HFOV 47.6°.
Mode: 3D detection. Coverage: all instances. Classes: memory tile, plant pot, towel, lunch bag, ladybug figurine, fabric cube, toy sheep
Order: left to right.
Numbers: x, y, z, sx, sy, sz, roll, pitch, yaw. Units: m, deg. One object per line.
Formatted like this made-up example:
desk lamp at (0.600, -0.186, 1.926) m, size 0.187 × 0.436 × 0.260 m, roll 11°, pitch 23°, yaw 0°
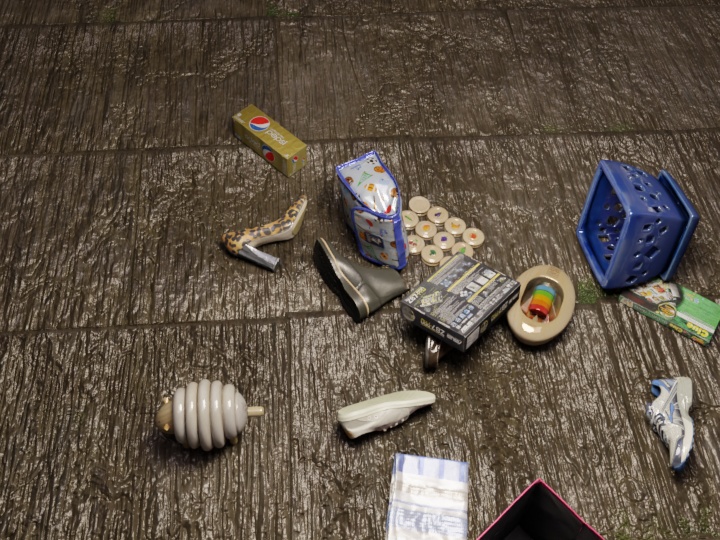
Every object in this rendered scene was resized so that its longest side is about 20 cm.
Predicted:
toy sheep at (-0.273, 0.262, 1.476) m, size 0.196 × 0.139 × 0.140 m, roll -7°, pitch 53°, yaw -8°
lunch bag at (0.034, -0.119, 1.734) m, size 0.122 × 0.171 × 0.201 m, roll -26°, pitch 52°, yaw -11°
towel at (0.119, 0.423, 1.439) m, size 0.144 × 0.024 × 0.203 m, roll 7°, pitch 53°, yaw 3°
memory tile at (0.166, -0.079, 1.819) m, size 0.198 × 0.017 × 0.153 m, roll 31°, pitch 58°, yaw 20°
fabric cube at (0.272, 0.496, 1.280) m, size 0.195 × 0.201 × 0.200 m, roll -35°, pitch 61°, yaw -26°
ladybug figurine at (0.368, 0.075, 1.676) m, size 0.134 × 0.073 × 0.201 m, roll 23°, pitch 56°, yaw 16°
plant pot at (0.588, -0.096, 1.725) m, size 0.176 × 0.203 × 0.202 m, roll 1°, pitch 39°, yaw -9°

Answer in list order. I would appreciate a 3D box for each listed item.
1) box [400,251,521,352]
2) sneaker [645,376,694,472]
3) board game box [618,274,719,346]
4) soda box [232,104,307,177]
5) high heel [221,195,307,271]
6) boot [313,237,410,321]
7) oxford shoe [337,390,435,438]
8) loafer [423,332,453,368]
box at (0.199, 0.057, 1.615) m, size 0.160 × 0.050 × 0.199 m, roll 29°, pitch 49°, yaw 29°
sneaker at (0.578, 0.288, 1.535) m, size 0.083 × 0.078 × 0.202 m, roll 5°, pitch 45°, yaw 14°
board game box at (0.656, 0.072, 1.720) m, size 0.198 × 0.024 × 0.105 m, roll 30°, pitch 56°, yaw 20°
soda box at (-0.216, -0.311, 1.949) m, size 0.199 × 0.065 × 0.067 m, roll 39°, pitch 60°, yaw 23°
high heel at (-0.208, -0.108, 1.789) m, size 0.140 × 0.072 × 0.202 m, roll 23°, pitch 64°, yaw 8°
boot at (0.000, 0.000, 1.728) m, size 0.137 × 0.078 × 0.202 m, roll -24°, pitch 69°, yaw -25°
oxford shoe at (0.051, 0.269, 1.534) m, size 0.197 × 0.075 × 0.059 m, roll -13°, pitch 95°, yaw -21°
loafer at (0.186, 0.118, 1.636) m, size 0.070 × 0.074 × 0.201 m, roll 22°, pitch 55°, yaw 17°
